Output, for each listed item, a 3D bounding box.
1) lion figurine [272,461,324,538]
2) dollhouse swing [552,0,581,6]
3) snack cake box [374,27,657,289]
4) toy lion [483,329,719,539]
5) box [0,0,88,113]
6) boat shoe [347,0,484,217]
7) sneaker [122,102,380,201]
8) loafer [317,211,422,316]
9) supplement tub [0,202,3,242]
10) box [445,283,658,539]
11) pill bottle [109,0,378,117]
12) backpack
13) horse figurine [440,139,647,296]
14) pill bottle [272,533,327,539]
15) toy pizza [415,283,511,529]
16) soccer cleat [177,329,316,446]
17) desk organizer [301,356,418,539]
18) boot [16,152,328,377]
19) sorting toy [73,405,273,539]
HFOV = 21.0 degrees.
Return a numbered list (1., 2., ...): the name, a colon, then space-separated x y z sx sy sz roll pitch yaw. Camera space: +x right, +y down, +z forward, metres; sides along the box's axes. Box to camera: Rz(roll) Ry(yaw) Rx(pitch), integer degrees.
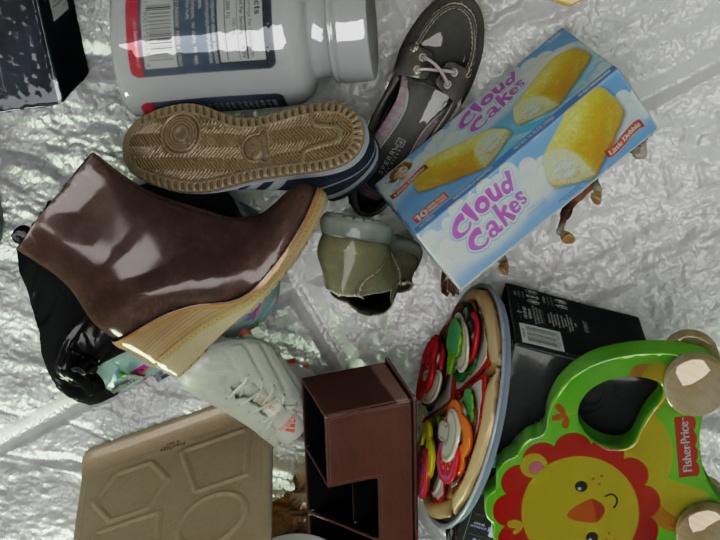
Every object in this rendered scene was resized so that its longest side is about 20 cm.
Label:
1. lion figurine: -0.101 0.238 1.655 0.122 0.200 0.073 -16 104 45
2. dollhouse swing: 0.105 -0.299 1.464 0.175 0.182 0.201 26 109 18
3. snack cake box: 0.119 -0.089 1.522 0.200 0.115 0.067 -40 120 1
4. toy lion: 0.189 0.154 1.499 0.190 0.069 0.201 -5 110 5
5. box: -0.339 -0.225 1.548 0.199 0.118 0.198 -8 107 7
6. boat shoe: 0.045 -0.128 1.562 0.067 0.057 0.201 24 117 -9
7. sneaker: -0.080 -0.091 1.536 0.199 0.108 0.071 -2 83 15
8. loafer: 0.000 0.000 1.549 0.075 0.200 0.070 11 85 15
9. supplement tub: -0.370 -0.018 1.573 0.122 0.200 0.123 1 108 4
10. box: 0.152 0.138 1.599 0.123 0.149 0.201 14 109 -3
11. pill bottle: -0.089 -0.187 1.535 0.199 0.120 0.120 -3 107 6
12. backpack: -0.166 0.006 1.590 0.199 0.127 0.168 -25 73 10
13. horse figurine: 0.139 -0.054 1.567 0.199 0.133 0.050 -28 115 27
14. pill bottle: -0.056 0.323 1.624 0.111 0.112 0.201 7 122 3
15. toy pizza: 0.074 0.108 1.573 0.032 0.200 0.201 11 109 -13
16. soccer cleat: -0.079 0.103 1.595 0.069 0.200 0.078 -33 64 17
17. desk organizer: 0.000 0.181 1.601 0.076 0.072 0.201 -10 118 -16
18. boot: -0.141 -0.031 1.468 0.166 0.072 0.200 43 103 -10
19. sorting toy: -0.156 0.205 1.636 0.184 0.201 0.037 -20 127 11
